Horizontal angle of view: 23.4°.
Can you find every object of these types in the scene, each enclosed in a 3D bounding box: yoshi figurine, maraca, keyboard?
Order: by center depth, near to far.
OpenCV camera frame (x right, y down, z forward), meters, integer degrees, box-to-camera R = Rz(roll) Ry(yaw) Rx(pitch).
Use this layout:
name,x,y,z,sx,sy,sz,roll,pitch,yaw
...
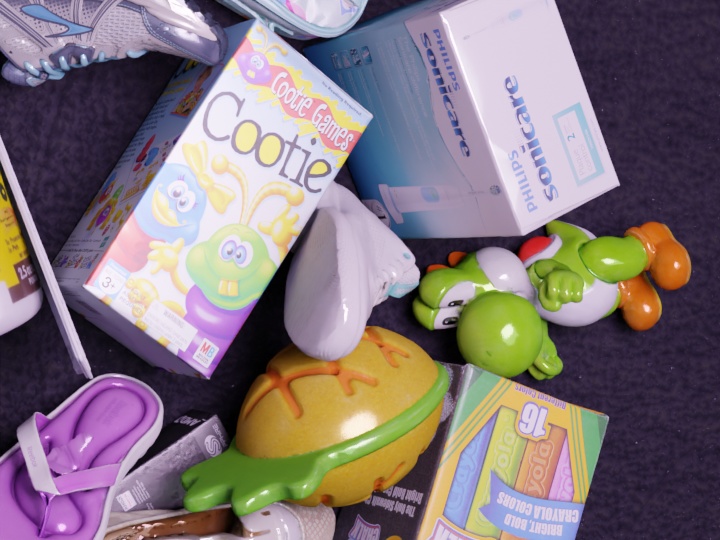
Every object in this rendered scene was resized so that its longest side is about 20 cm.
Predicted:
name,x,y,z,sx,sy,sz,roll,pitch,yaw
keyboard,-0.201,-0.031,1.052,0.011,0.056,0.202,-20,77,-14
maraca,-0.027,0.101,1.096,0.199,0.136,0.108,-33,108,-42
yoshi figurine,0.137,0.029,1.233,0.198,0.112,0.114,-8,101,-23

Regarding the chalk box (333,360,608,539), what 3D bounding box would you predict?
name,x,y,z,sx,sy,sz,roll,pitch,yaw
chalk box,0.065,0.173,1.188,0.123,0.125,0.202,20,83,-24

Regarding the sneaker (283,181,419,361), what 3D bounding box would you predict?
name,x,y,z,sx,sy,sz,roll,pitch,yaw
sneaker,0.000,0.000,1.115,0.088,0.201,0.076,26,113,-17

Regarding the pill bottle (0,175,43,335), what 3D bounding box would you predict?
name,x,y,z,sx,sy,sz,roll,pitch,yaw
pill bottle,-0.268,-0.052,1.028,0.108,0.109,0.202,-23,101,-24

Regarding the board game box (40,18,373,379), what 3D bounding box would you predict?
name,x,y,z,sx,sy,sz,roll,pitch,yaw
board game box,-0.099,-0.045,1.114,0.103,0.105,0.201,37,76,-22

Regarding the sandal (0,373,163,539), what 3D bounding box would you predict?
name,x,y,z,sx,sy,sz,roll,pitch,yaw
sandal,-0.177,0.111,1.048,0.082,0.203,0.050,19,121,3

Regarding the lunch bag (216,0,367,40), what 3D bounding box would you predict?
name,x,y,z,sx,sy,sz,roll,pitch,yaw
lunch bag,-0.064,-0.247,1.145,0.199,0.077,0.162,27,78,-24

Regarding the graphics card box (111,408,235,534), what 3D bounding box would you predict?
name,x,y,z,sx,sy,sz,roll,pitch,yaw
graphics card box,-0.150,0.194,1.121,0.199,0.051,0.126,-34,104,-21

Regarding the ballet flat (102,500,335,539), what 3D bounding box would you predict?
name,x,y,z,sx,sy,sz,roll,pitch,yaw
ballet flat,-0.095,0.177,1.086,0.198,0.062,0.068,-5,92,-27

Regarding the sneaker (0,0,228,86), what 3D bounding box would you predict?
name,x,y,z,sx,sy,sz,roll,pitch,yaw
sneaker,-0.179,-0.151,1.076,0.198,0.078,0.087,18,94,3

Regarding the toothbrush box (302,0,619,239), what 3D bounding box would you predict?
name,x,y,z,sx,sy,sz,roll,pitch,yaw
toothbrush box,0.061,-0.103,1.141,0.085,0.199,0.148,-26,101,-23
